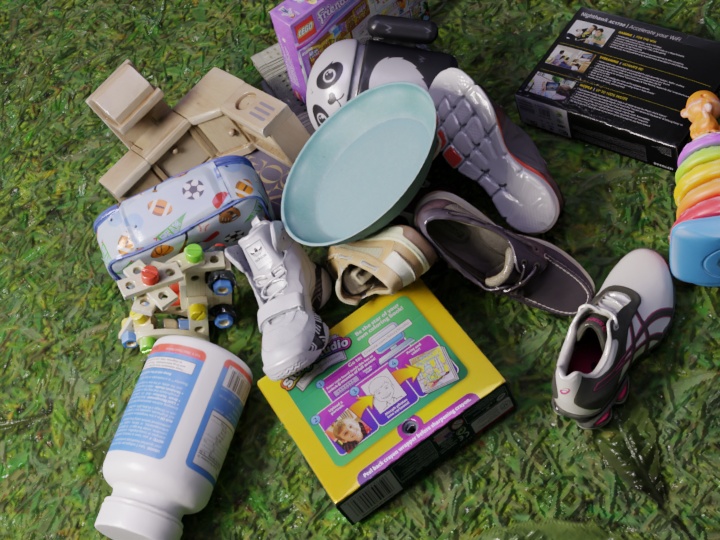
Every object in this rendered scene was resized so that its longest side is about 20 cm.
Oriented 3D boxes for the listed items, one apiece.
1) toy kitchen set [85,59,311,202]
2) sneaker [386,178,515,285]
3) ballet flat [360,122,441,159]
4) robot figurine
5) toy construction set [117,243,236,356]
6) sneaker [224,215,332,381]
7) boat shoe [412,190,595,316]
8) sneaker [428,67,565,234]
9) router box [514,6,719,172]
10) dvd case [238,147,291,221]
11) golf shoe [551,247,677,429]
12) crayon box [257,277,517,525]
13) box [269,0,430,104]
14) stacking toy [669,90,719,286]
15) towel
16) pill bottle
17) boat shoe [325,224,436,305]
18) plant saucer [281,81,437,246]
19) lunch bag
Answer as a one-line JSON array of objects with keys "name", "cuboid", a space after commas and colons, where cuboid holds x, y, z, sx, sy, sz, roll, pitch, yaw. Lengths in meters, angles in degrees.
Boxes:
[{"name": "toy kitchen set", "cuboid": [-0.200, -0.149, 1.255, 0.200, 0.163, 0.180, -47, 43, -9]}, {"name": "sneaker", "cuboid": [0.110, -0.053, 1.159, 0.200, 0.076, 0.116, 18, 39, 11]}, {"name": "ballet flat", "cuboid": [0.012, -0.112, 1.191, 0.200, 0.062, 0.067, -17, 72, 31]}, {"name": "robot figurine", "cuboid": [0.039, -0.191, 1.220, 0.200, 0.125, 0.150, 10, 65, -1]}, {"name": "toy construction set", "cuboid": [-0.198, 0.030, 1.158, 0.131, 0.200, 0.092, -5, 68, -9]}, {"name": "sneaker", "cuboid": [-0.089, 0.023, 1.112, 0.075, 0.115, 0.200, -29, 23, 19]}, {"name": "boat shoe", "cuboid": [0.139, -0.007, 1.061, 0.072, 0.200, 0.065, -55, 8, 24]}, {"name": "sneaker", "cuboid": [0.145, -0.127, 1.155, 0.077, 0.082, 0.200, -35, 87, 33]}, {"name": "router box", "cuboid": [0.294, -0.202, 1.195, 0.200, 0.051, 0.149, 26, 68, 32]}, {"name": "dvd case", "cuboid": [-0.069, -0.124, 1.305, 0.200, 0.016, 0.149, 24, 70, 32]}, {"name": "golf shoe", "cuboid": [0.242, 0.052, 1.028, 0.077, 0.088, 0.200, 16, 64, 30]}, {"name": "crayon box", "cuboid": [0.023, 0.122, 1.082, 0.200, 0.058, 0.173, -35, 50, -4]}, {"name": "box", "cuboid": [-0.007, -0.300, 1.280, 0.200, 0.137, 0.039, -40, 58, -17]}, {"name": "stacking toy", "cuboid": [0.347, -0.094, 1.063, 0.116, 0.110, 0.200, -9, 59, 12]}, {"name": "towel", "cuboid": [-0.016, -0.246, 1.350, 0.200, 0.035, 0.193, -28, 55, -9]}, {"name": "pill bottle", "cuboid": [-0.191, 0.176, 1.094, 0.112, 0.112, 0.200, 6, 60, 24]}, {"name": "boat shoe", "cuboid": [0.000, 0.000, 1.108, 0.076, 0.072, 0.200, -49, 11, -18]}, {"name": "plant saucer", "cuboid": [0.005, -0.101, 1.104, 0.200, 0.036, 0.200, -27, 43, 29]}, {"name": "lunch bag", "cuboid": [-0.193, -0.041, 1.211, 0.200, 0.160, 0.076, -23, 70, -2]}]
